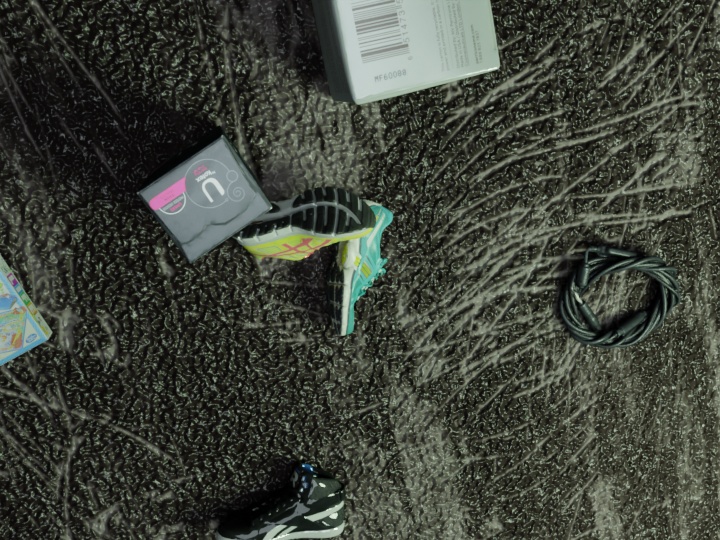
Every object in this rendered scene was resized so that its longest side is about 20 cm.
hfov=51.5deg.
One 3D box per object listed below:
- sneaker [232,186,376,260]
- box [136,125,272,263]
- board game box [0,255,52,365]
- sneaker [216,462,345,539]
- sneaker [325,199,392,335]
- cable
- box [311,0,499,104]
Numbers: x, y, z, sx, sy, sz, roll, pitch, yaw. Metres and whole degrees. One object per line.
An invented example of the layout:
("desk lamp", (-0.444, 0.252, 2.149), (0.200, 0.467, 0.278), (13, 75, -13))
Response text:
("sneaker", (-0.074, -0.056, 1.030), (0.198, 0.079, 0.091), (-3, 146, 11))
("box", (-0.195, -0.103, 0.940), (0.122, 0.200, 0.106), (-35, 108, -2))
("board game box", (-0.540, 0.081, 0.998), (0.199, 0.034, 0.135), (-28, 107, -4))
("sneaker", (-0.120, 0.350, 1.138), (0.198, 0.073, 0.113), (-1, 100, -20))
("sneaker", (0.000, 0.000, 1.075), (0.079, 0.077, 0.202), (8, 101, -23))
("cable", (0.418, 0.049, 1.185), (0.198, 0.051, 0.164), (11, 101, -15))
("box", (0.047, -0.332, 0.952), (0.198, 0.171, 0.201), (-15, 106, -9))
